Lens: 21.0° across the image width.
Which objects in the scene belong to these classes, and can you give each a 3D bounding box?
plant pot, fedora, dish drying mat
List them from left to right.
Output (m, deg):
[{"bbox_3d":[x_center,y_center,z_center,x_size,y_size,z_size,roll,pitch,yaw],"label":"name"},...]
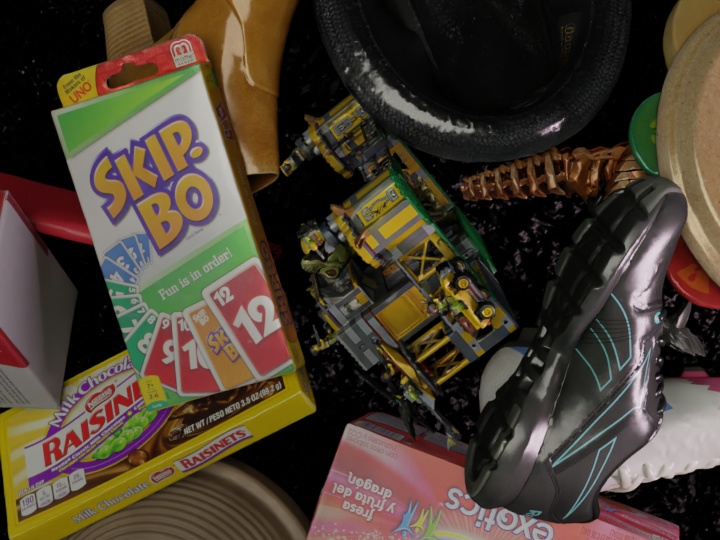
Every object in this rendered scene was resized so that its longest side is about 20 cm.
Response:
[{"bbox_3d":[-0.152,-0.026,1.173,0.199,0.077,0.018,15,104,10],"label":"dish drying mat"},{"bbox_3d":[-0.119,0.210,1.161,0.200,0.093,0.202,0,90,11],"label":"plant pot"},{"bbox_3d":[0.058,-0.145,1.114,0.200,0.092,0.202,2,71,-7],"label":"fedora"}]

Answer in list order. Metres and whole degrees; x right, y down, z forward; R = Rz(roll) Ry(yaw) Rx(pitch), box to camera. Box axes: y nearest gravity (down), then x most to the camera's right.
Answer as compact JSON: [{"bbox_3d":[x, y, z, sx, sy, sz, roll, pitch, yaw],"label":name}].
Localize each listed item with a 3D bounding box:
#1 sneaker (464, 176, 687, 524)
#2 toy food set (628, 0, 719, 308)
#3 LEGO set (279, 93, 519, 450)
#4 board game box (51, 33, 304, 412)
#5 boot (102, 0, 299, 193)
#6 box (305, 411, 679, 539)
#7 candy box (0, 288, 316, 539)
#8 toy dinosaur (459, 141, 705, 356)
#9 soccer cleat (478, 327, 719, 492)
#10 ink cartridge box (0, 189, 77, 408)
[{"bbox_3d":[0.129,0.045,1.033,0.079,0.075,0.201,24,105,-12],"label":"sneaker"},{"bbox_3d":[0.240,-0.057,1.073,0.199,0.049,0.199,28,68,-16],"label":"toy food set"},{"bbox_3d":[0.000,0.000,1.091,0.116,0.200,0.154,-37,121,9],"label":"LEGO set"},{"bbox_3d":[-0.107,-0.027,1.111,0.095,0.030,0.201,-16,93,14],"label":"board game box"},{"bbox_3d":[-0.061,-0.123,1.144,0.201,0.071,0.145,-25,68,21],"label":"boot"},{"bbox_3d":[0.076,0.161,1.121,0.199,0.103,0.095,20,94,8],"label":"box"},{"bbox_3d":[-0.126,0.086,1.166,0.199,0.026,0.102,-27,42,9],"label":"candy box"},{"bbox_3d":[0.156,-0.026,1.104,0.199,0.102,0.136,10,91,5],"label":"toy dinosaur"},{"bbox_3d":[0.163,0.096,1.105,0.199,0.070,0.087,11,65,5],"label":"soccer cleat"},{"bbox_3d":[-0.287,0.018,1.156,0.199,0.144,0.084,0,65,10],"label":"ink cartridge box"}]
